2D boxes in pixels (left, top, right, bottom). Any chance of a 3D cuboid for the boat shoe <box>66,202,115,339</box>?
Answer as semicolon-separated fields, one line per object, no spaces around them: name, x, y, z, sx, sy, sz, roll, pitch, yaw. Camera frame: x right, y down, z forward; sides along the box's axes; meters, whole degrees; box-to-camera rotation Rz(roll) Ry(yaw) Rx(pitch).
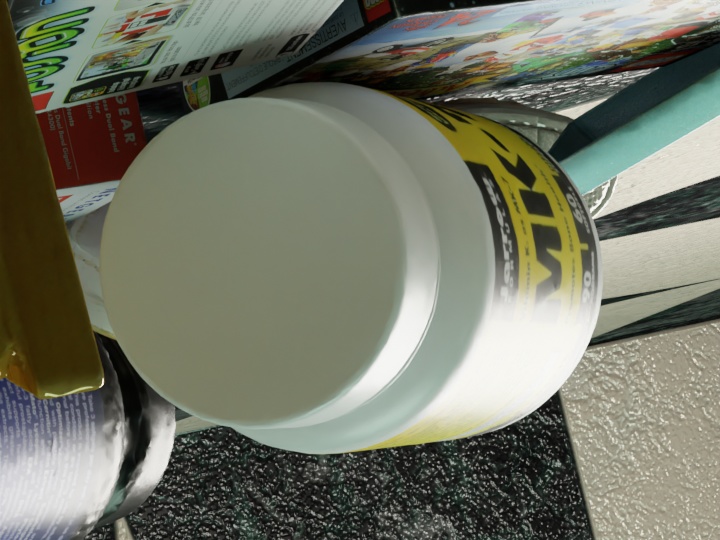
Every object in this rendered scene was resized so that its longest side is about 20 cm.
boat shoe;-0.053;-0.030;1.075;0.069;0.071;0.200;-63;168;25

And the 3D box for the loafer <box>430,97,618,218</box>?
loafer;0.010;-0.042;1.233;0.200;0.072;0.063;-9;-148;-23

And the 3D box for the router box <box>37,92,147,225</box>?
router box;-0.194;-0.020;0.991;0.179;0.049;0.200;-10;173;-33

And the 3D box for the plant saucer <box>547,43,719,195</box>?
plant saucer;0.148;-0.082;1.014;0.200;0.019;0.070;-30;-171;26

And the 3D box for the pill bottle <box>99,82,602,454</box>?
pill bottle;0.000;0.000;0.925;0.114;0.115;0.200;-15;175;18

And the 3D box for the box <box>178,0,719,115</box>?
box;0.056;-0.090;0.948;0.200;0.038;0.137;-10;173;-31

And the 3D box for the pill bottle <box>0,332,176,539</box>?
pill bottle;-0.152;0.056;1.017;0.112;0.112;0.200;-17;173;28

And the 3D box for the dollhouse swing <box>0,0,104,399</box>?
dollhouse swing;-0.186;0.001;0.729;0.200;0.182;0.176;-12;163;-14

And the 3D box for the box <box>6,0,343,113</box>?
box;-0.051;-0.084;0.767;0.110;0.035;0.200;-14;174;-15
